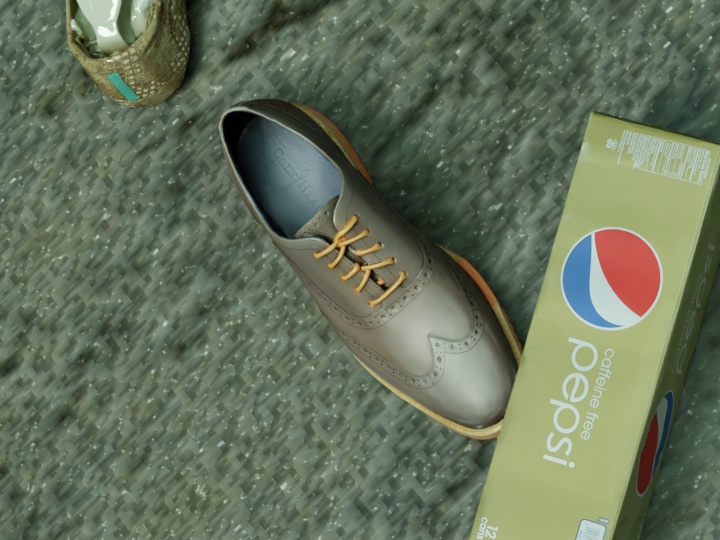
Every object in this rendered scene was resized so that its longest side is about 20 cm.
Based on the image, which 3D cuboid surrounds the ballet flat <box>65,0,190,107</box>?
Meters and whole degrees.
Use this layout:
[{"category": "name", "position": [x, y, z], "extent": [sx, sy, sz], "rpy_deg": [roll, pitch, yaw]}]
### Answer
[{"category": "ballet flat", "position": [-0.122, -0.182, 1.064], "extent": [0.070, 0.065, 0.200], "rpy_deg": [-13, 80, 15]}]

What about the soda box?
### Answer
[{"category": "soda box", "position": [0.112, 0.035, 0.964], "extent": [0.064, 0.068, 0.200], "rpy_deg": [17, 90, 19]}]

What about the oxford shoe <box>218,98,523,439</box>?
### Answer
[{"category": "oxford shoe", "position": [0.000, 0.000, 1.001], "extent": [0.071, 0.073, 0.200], "rpy_deg": [-46, 73, 9]}]
